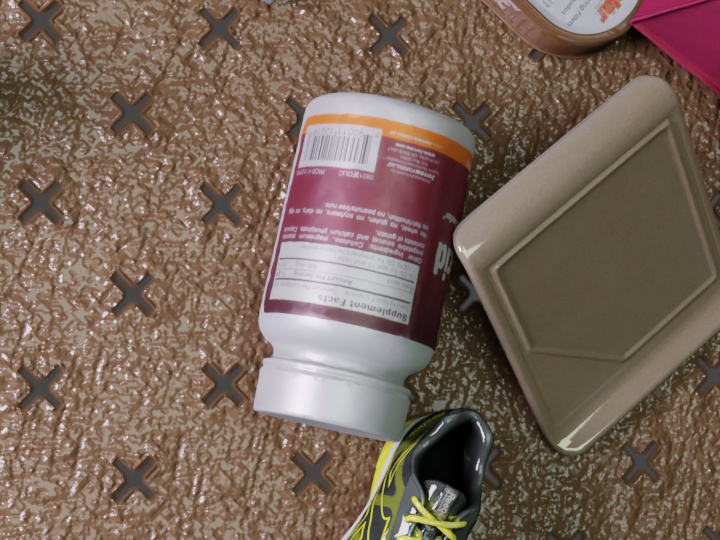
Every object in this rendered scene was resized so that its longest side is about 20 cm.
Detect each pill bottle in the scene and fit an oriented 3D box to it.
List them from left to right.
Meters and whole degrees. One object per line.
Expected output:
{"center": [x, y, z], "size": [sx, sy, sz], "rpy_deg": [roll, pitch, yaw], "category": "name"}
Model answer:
{"center": [0.000, 0.000, 0.893], "size": [0.113, 0.114, 0.202], "rpy_deg": [14, 82, -12], "category": "pill bottle"}

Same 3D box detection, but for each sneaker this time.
{"center": [0.027, 0.166, 0.873], "size": [0.074, 0.085, 0.201], "rpy_deg": [25, 58, -9], "category": "sneaker"}

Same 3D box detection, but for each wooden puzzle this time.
{"center": [0.161, -0.002, 0.944], "size": [0.185, 0.037, 0.201], "rpy_deg": [-39, 122, -15], "category": "wooden puzzle"}

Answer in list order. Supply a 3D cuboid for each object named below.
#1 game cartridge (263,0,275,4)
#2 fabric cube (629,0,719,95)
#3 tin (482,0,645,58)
{"center": [-0.101, -0.288, 0.938], "size": [0.199, 0.040, 0.134], "rpy_deg": [36, 74, -8], "category": "game cartridge"}
{"center": [0.342, -0.203, 0.938], "size": [0.199, 0.196, 0.200], "rpy_deg": [34, 78, -20], "category": "fabric cube"}
{"center": [0.117, -0.236, 0.984], "size": [0.200, 0.042, 0.112], "rpy_deg": [41, 81, -7], "category": "tin"}
